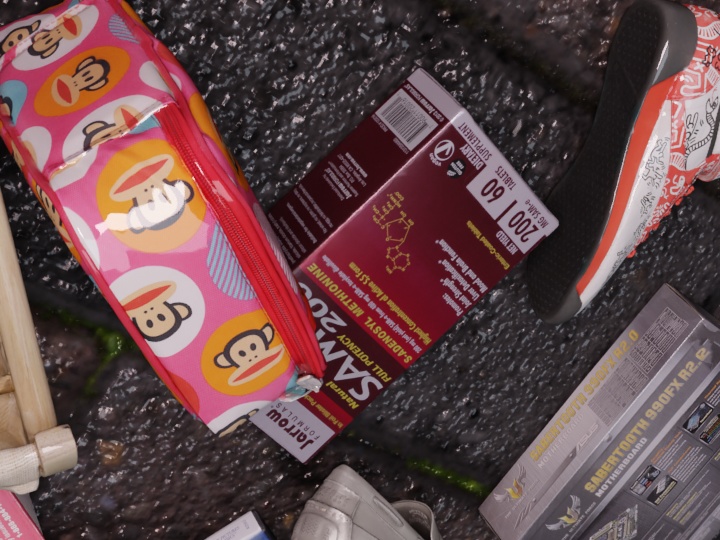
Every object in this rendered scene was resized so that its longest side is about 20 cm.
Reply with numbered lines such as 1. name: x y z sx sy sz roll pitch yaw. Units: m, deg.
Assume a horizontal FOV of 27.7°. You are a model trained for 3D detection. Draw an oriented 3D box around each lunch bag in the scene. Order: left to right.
1. lunch bag: -0.090 -0.021 0.660 0.081 0.200 0.177 -30 130 -5

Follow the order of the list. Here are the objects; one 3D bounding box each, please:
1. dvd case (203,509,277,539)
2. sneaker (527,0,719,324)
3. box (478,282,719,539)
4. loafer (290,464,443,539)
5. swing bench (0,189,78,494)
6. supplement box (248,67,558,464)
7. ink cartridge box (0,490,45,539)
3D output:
1. dvd case: -0.128 0.222 0.867 0.199 0.018 0.143 -32 152 -6
2. sneaker: 0.178 -0.053 0.857 0.107 0.067 0.203 8 112 -27
3. box: 0.198 0.127 0.988 0.158 0.048 0.201 31 102 -36
4. loafer: 0.031 0.183 0.925 0.200 0.069 0.070 41 68 -49
5. swing bench: -0.239 0.017 0.596 0.197 0.130 0.202 -15 86 -17
6. supplement box: 0.000 0.000 0.805 0.200 0.061 0.109 -44 128 4
7. ink cartridge box: -0.281 0.119 0.722 0.199 0.083 0.147 -29 128 -8
